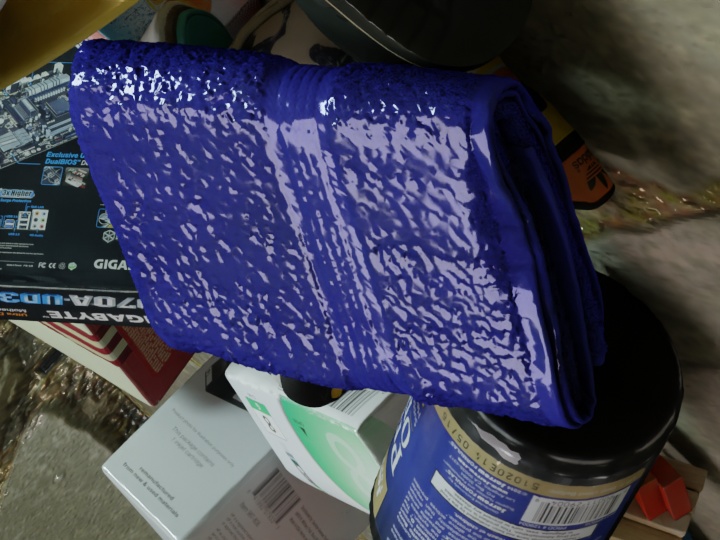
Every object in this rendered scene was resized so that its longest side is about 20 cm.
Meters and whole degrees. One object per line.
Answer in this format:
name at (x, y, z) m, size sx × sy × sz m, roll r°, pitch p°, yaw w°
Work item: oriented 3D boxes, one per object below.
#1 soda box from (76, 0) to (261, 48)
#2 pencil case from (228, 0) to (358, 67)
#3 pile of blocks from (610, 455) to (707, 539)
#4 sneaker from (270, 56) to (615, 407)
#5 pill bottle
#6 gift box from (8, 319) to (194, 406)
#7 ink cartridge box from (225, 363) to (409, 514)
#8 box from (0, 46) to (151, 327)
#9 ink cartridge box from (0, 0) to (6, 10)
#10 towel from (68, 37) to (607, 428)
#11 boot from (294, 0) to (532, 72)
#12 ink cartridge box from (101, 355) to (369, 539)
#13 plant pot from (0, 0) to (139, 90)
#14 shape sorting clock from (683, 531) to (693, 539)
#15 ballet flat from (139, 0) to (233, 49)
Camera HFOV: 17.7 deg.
soda box at (-0.140, -0.158, 1.134) m, size 0.200 × 0.068 × 0.064 m, roll 40°, pitch 168°, yaw 14°
pencil case at (0.001, -0.044, 1.030) m, size 0.200 × 0.077 × 0.090 m, roll 61°, pitch -174°, yaw -55°
pile of blocks at (0.089, 0.074, 1.153) m, size 0.200 × 0.082 × 0.062 m, roll 43°, pitch 169°, yaw 7°
sneaker at (0.030, 0.007, 0.942) m, size 0.090 × 0.070 × 0.201 m, roll 41°, pitch 132°, yaw 11°
pill bottle at (0.066, 0.096, 1.063) m, size 0.112 × 0.112 × 0.201 m, roll 40°, pitch 143°, yaw 16°
gift box at (-0.165, -0.067, 1.313) m, size 0.186 × 0.185 × 0.200 m, roll 27°, pitch 158°, yaw 29°
ink cartridge box at (0.022, 0.132, 1.257) m, size 0.161 × 0.050 × 0.201 m, roll 16°, pitch 140°, yaw 60°
box at (-0.168, -0.055, 1.170) m, size 0.198 × 0.160 × 0.046 m, roll 2°, pitch 155°, yaw 12°
ink cartridge box at (-0.166, -0.198, 0.771) m, size 0.197 × 0.201 × 0.047 m, roll 40°, pitch -158°, yaw 13°
towel at (-0.008, -0.020, 0.860) m, size 0.199 × 0.050 × 0.148 m, roll 9°, pitch 131°, yaw 34°
boot at (-0.035, -0.139, 0.847) m, size 0.200 × 0.077 × 0.138 m, roll 46°, pitch 174°, yaw -5°
ink cartridge box at (-0.037, 0.100, 1.393) m, size 0.084 × 0.200 × 0.145 m, roll 38°, pitch 168°, yaw 33°
plant pot at (-0.192, -0.179, 0.986) m, size 0.190 × 0.200 × 0.201 m, roll 60°, pitch 169°, yaw 0°
shape sorting clock at (0.143, 0.154, 1.363) m, size 0.200 × 0.039 × 0.200 m, roll 42°, pitch 169°, yaw 10°
ballet flat at (-0.073, -0.071, 1.040) m, size 0.069 × 0.070 × 0.200 m, roll 40°, pitch -174°, yaw 16°
